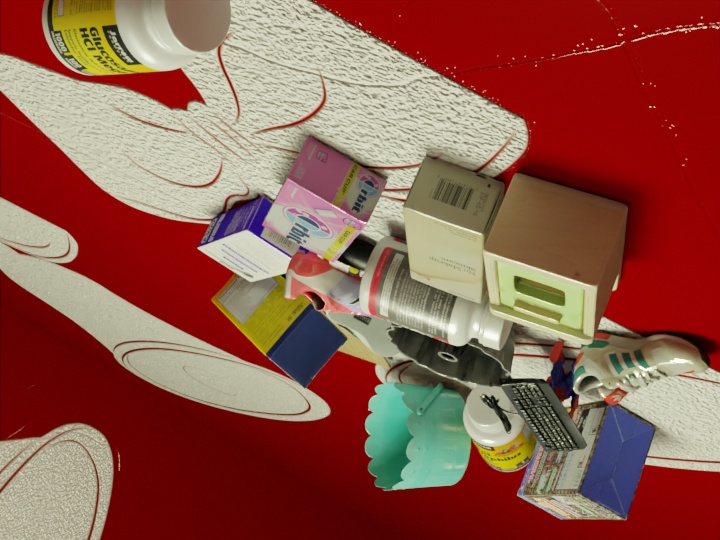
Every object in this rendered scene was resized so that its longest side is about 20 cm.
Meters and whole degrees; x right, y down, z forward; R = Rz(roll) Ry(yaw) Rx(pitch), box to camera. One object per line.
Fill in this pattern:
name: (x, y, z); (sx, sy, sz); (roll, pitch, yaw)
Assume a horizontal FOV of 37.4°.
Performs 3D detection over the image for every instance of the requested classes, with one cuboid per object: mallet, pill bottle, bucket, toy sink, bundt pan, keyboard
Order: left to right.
pill bottle: (-0.227, -0.259, 1.083); (0.198, 0.114, 0.112); (6, 153, 42)
mallet: (0.000, 0.000, 1.583); (0.065, 0.042, 0.200); (19, 164, 10)
bucket: (0.103, 0.300, 1.930); (0.133, 0.211, 0.207); (4, 168, -22)
pill bottle: (0.107, 0.035, 1.420); (0.198, 0.112, 0.111); (19, 160, 17)
bundt pan: (0.141, 0.095, 1.577); (0.199, 0.077, 0.202); (20, 159, 8)
pill bottle: (0.241, 0.269, 1.844); (0.108, 0.110, 0.200); (15, 157, 27)
keyboard: (0.254, 0.220, 1.596); (0.126, 0.021, 0.201); (-4, 140, 32)
toy sink: (0.219, 0.002, 1.201); (0.129, 0.113, 0.201); (19, 159, 18)

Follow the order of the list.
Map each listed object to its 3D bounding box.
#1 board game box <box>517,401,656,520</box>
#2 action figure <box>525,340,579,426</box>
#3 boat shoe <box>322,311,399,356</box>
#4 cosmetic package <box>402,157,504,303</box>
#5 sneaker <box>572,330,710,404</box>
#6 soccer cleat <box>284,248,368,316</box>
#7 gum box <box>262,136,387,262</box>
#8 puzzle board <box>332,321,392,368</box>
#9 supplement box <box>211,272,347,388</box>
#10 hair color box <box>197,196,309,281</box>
board game box: (0.366, 0.314, 1.734); (0.096, 0.161, 0.200); (29, 161, -12)
action figure: (0.298, 0.187, 1.601); (0.064, 0.100, 0.200); (20, 162, 15)
boat shoe: (0.000, 0.073, 1.722); (0.199, 0.071, 0.064); (38, 178, -40)
cosmetic package: (0.113, -0.044, 1.274); (0.102, 0.074, 0.201); (20, 158, 15)
sneaker: (0.362, 0.136, 1.391); (0.070, 0.094, 0.198); (38, 157, -34)
soccer cleat: (-0.026, 0.035, 1.511); (0.199, 0.077, 0.066); (27, 165, -36)
gum box: (-0.052, -0.084, 1.376); (0.113, 0.067, 0.200); (29, 160, -6)
puzzle board: (-0.032, 0.109, 1.915); (0.149, 0.018, 0.201); (17, 158, 25)
supplement box: (-0.133, 0.078, 1.724); (0.200, 0.109, 0.110); (39, 175, 44)
hair color box: (-0.157, -0.044, 1.612); (0.109, 0.065, 0.199); (33, 157, -23)
